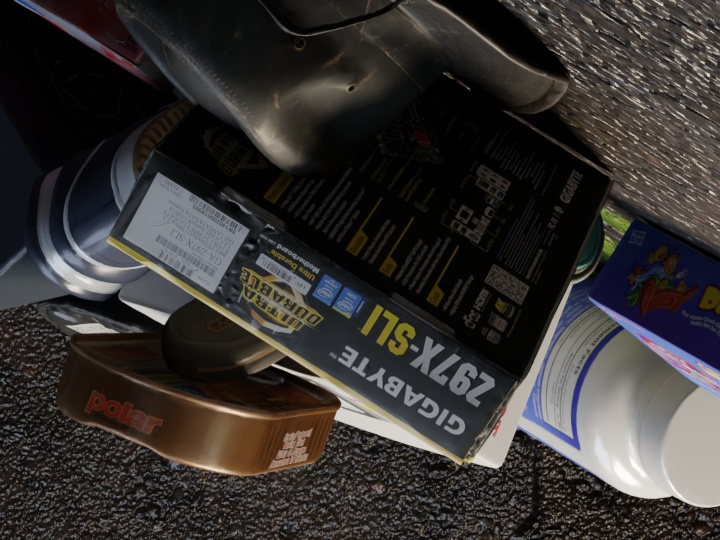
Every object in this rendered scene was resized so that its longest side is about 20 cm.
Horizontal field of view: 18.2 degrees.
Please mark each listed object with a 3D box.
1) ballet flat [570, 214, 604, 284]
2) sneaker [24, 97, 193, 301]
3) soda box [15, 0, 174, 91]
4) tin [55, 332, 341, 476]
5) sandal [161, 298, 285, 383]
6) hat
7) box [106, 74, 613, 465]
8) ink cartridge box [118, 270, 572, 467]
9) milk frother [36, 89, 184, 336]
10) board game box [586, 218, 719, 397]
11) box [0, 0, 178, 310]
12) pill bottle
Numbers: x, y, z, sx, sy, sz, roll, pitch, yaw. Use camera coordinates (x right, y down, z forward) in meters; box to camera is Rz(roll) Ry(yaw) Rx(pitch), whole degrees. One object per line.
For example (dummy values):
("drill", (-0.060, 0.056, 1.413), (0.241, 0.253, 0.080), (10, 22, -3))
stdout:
("ballet flat", (0.020, -0.025, 1.033), (0.199, 0.068, 0.064), (10, 174, -30))
("sneaker", (-0.078, -0.049, 1.055), (0.070, 0.108, 0.200), (59, -144, -2))
("soda box", (-0.155, -0.163, 1.034), (0.199, 0.070, 0.063), (32, 178, 13))
("tin", (-0.080, 0.065, 1.125), (0.112, 0.042, 0.200), (25, -174, 16))
("sandal", (-0.019, -0.019, 1.091), (0.082, 0.200, 0.055), (27, 144, 52))
("hat", (-0.027, -0.083, 0.799), (0.200, 0.081, 0.201), (31, 178, 1))
("box", (0.009, -0.025, 0.895), (0.159, 0.049, 0.200), (30, -151, 1))
("ink cartridge box", (0.000, 0.000, 1.270), (0.146, 0.147, 0.200), (14, 167, 42))
("milk frother", (-0.153, -0.059, 1.341), (0.180, 0.189, 0.200), (7, 160, 45))
("board game box", (0.217, 0.057, 1.042), (0.200, 0.045, 0.134), (31, 178, 36))
("box", (-0.190, -0.091, 1.168), (0.201, 0.107, 0.148), (58, -152, 10))
("pill bottle", (0.163, 0.072, 1.365), (0.112, 0.112, 0.200), (33, 178, -31))
